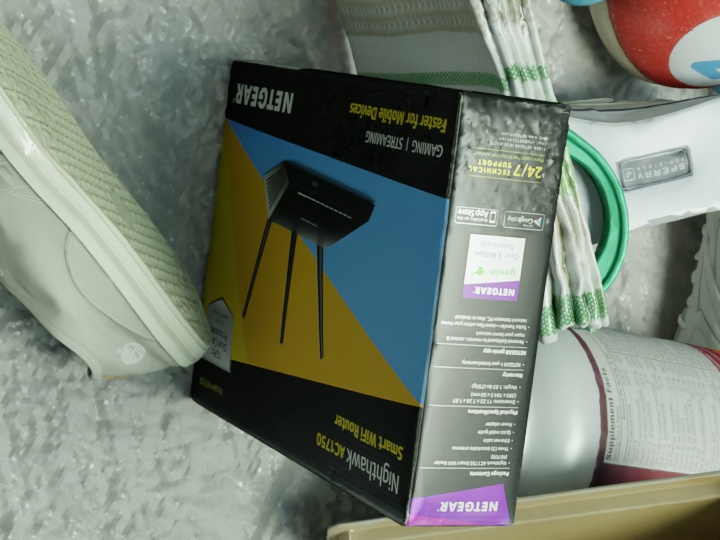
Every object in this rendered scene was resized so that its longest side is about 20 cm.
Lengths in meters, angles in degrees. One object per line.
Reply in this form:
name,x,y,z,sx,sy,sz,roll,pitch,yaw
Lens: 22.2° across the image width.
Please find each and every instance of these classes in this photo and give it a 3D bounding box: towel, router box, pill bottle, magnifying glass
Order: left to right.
router box,0.000,0.000,0.707,0.051,0.200,0.150,4,97,-27
towel,0.029,-0.072,0.741,0.031,0.149,0.201,-22,103,-23
magnifying glass,0.053,-0.071,0.813,0.079,0.022,0.201,-29,100,-5
pill bottle,0.098,0.079,0.862,0.199,0.109,0.110,11,92,-35

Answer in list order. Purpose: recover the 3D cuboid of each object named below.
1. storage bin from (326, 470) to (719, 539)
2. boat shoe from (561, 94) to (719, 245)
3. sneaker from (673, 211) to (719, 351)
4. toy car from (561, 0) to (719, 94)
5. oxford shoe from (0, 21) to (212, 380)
storage bin,0.079,0.203,0.758,0.094,0.197,0.201,57,27,-57
boat shoe,0.106,-0.049,0.869,0.198,0.070,0.072,-11,95,-12
sneaker,0.194,0.016,0.952,0.078,0.099,0.202,7,69,-44
toy car,0.211,-0.169,0.843,0.184,0.199,0.178,22,82,-39
oxford shoe,-0.127,-0.031,0.692,0.057,0.075,0.201,-27,120,9
